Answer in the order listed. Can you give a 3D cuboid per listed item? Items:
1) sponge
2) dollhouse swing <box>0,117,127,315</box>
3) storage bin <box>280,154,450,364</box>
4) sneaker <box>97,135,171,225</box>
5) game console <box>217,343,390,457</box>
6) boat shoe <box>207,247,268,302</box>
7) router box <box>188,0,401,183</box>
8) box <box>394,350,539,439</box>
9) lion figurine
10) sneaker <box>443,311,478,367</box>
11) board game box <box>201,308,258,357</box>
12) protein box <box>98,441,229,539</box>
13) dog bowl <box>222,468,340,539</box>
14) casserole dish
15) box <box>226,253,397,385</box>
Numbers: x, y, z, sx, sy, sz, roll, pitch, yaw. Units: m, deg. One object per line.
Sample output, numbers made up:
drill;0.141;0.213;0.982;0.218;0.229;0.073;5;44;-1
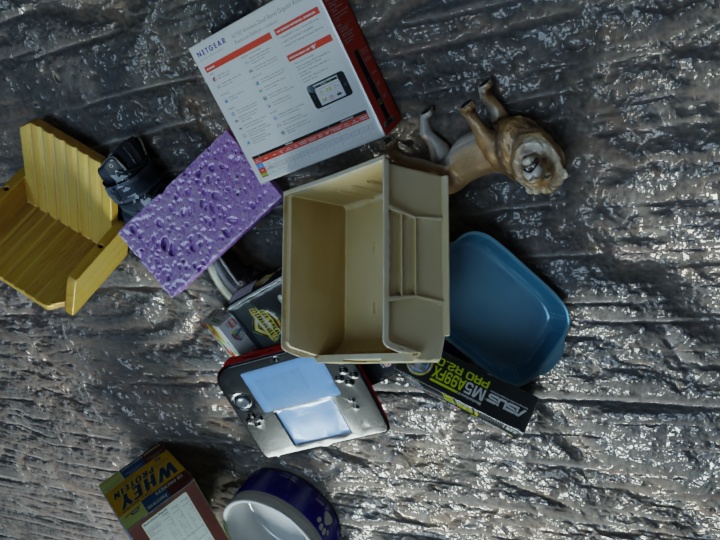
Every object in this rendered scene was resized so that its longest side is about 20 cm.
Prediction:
sponge;-0.203;-0.072;1.006;0.199;0.030;0.112;-41;89;9
dollhouse swing;-0.463;-0.081;1.145;0.198;0.183;0.177;30;151;10
storage bin;0.000;0.000;0.867;0.199;0.092;0.203;-10;77;53
sneaker;-0.267;-0.110;1.060;0.199;0.077;0.148;-3;120;32
game console;-0.078;0.172;1.052;0.197;0.031;0.179;-15;117;18
boat shoe;-0.144;0.029;1.088;0.064;0.072;0.202;-25;108;21
router box;-0.076;-0.213;0.895;0.197;0.049;0.182;-13;113;36
box;0.127;0.144;0.938;0.158;0.045;0.200;26;172;13
lion figurine;0.119;-0.122;0.838;0.198;0.073;0.123;-11;123;51
sneaker;0.082;0.036;0.964;0.099;0.069;0.202;-19;107;46
board game box;-0.149;0.144;1.147;0.201;0.035;0.126;54;163;-13
protein box;-0.339;0.452;1.394;0.197;0.134;0.203;15;133;58
dog bowl;-0.136;0.444;1.355;0.197;0.079;0.203;16;127;22
casserole dish;0.149;0.043;0.897;0.199;0.039;0.122;39;89;-13
box;-0.056;0.080;1.039;0.157;0.046;0.201;-27;113;21
